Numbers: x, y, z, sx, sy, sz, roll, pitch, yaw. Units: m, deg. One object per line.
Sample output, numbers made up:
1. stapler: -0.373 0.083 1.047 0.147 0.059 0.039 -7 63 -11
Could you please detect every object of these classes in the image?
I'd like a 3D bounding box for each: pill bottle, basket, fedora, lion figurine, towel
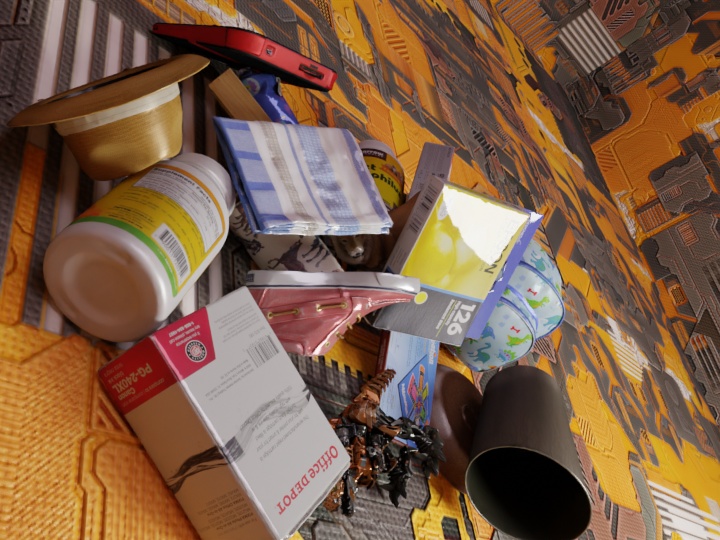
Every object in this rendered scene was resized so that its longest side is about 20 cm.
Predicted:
1. pill bottle: -0.189 -0.034 0.674 0.111 0.111 0.200 49 29 -16
2. basket: 0.222 0.232 0.980 0.180 0.136 0.200 45 27 -14
3. fedora: -0.218 -0.136 0.671 0.201 0.199 0.082 -61 137 -58
4. lion figurine: 0.060 -0.057 0.926 0.123 0.200 0.072 62 -15 -23
5. towel: -0.057 -0.104 0.804 0.199 0.024 0.148 -4 65 -46
6. pill bottle: 0.009 -0.108 1.063 0.109 0.109 0.201 43 32 -26

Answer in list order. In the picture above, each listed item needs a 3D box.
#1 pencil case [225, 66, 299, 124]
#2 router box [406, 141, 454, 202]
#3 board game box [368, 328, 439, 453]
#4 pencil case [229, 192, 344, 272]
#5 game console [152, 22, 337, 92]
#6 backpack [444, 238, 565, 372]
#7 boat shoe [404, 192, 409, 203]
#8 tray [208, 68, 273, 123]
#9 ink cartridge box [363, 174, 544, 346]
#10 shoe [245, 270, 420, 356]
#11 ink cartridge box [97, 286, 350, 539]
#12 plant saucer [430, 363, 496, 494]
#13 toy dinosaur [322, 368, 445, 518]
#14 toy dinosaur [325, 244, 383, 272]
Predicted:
1. pencil case: -0.106 -0.169 0.966 0.201 0.087 0.078 59 10 -1
2. router box: 0.094 -0.067 1.094 0.049 0.180 0.200 11 39 6
3. board game box: 0.061 0.126 0.952 0.103 0.019 0.201 33 55 -36
4. pencil case: -0.076 -0.020 0.871 0.200 0.078 0.089 51 57 -11
5. game console: -0.144 -0.282 0.958 0.176 0.031 0.200 21 8 34
6. backpack: 0.210 0.053 1.132 0.183 0.199 0.147 46 30 -23
7. boat shoe: 0.039 -0.055 1.135 0.061 0.073 0.201 12 43 5
8. tray: -0.102 -0.140 0.877 0.200 0.037 0.099 52 -3 -2
9. ink cartridge box: 0.127 -0.001 0.916 0.199 0.198 0.047 15 20 -30
10. shoe: -0.029 0.048 0.808 0.199 0.071 0.092 1 86 -19
11. ink cartridge box: -0.115 0.134 0.657 0.201 0.083 0.145 59 28 0
12. plant saucer: 0.145 0.217 1.042 0.200 0.037 0.201 40 33 -32
13. toy dinosaur: 0.017 0.185 0.813 0.135 0.102 0.201 32 60 -8
14. toy dinosaur: 0.000 0.000 0.968 0.200 0.047 0.088 38 72 -26
